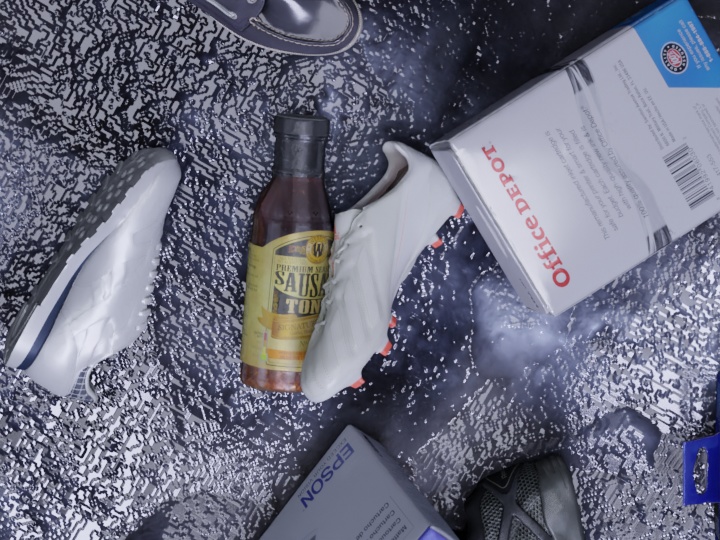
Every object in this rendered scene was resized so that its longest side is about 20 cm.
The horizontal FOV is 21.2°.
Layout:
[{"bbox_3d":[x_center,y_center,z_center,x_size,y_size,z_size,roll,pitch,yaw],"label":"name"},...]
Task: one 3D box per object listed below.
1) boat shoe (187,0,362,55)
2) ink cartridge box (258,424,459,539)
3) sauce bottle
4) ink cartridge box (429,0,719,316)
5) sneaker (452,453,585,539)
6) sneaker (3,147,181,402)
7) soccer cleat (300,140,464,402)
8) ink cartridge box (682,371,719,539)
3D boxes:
[{"bbox_3d":[-0.092,-0.208,1.372,0.200,0.063,0.073,26,97,-4],"label":"boat shoe"},{"bbox_3d":[-0.017,0.240,1.377,0.041,0.200,0.200,33,98,-36],"label":"ink cartridge box"},{"bbox_3d":[-0.051,-0.013,1.401,0.066,0.066,0.201,3,100,-1],"label":"sauce bottle"},{"bbox_3d":[0.172,-0.081,1.366,0.200,0.086,0.147,-32,97,-5],"label":"ink cartridge box"},{"bbox_3d":[0.121,0.245,1.437,0.114,0.076,0.200,-14,95,4],"label":"sneaker"},{"bbox_3d":[-0.181,0.002,1.407,0.080,0.076,0.200,31,102,-16],"label":"sneaker"},{"bbox_3d":[0.000,0.000,1.376,0.078,0.069,0.200,39,69,-24],"label":"soccer cleat"},{"bbox_3d":[0.335,0.145,1.422,0.199,0.076,0.137,-1,98,2],"label":"ink cartridge box"}]
